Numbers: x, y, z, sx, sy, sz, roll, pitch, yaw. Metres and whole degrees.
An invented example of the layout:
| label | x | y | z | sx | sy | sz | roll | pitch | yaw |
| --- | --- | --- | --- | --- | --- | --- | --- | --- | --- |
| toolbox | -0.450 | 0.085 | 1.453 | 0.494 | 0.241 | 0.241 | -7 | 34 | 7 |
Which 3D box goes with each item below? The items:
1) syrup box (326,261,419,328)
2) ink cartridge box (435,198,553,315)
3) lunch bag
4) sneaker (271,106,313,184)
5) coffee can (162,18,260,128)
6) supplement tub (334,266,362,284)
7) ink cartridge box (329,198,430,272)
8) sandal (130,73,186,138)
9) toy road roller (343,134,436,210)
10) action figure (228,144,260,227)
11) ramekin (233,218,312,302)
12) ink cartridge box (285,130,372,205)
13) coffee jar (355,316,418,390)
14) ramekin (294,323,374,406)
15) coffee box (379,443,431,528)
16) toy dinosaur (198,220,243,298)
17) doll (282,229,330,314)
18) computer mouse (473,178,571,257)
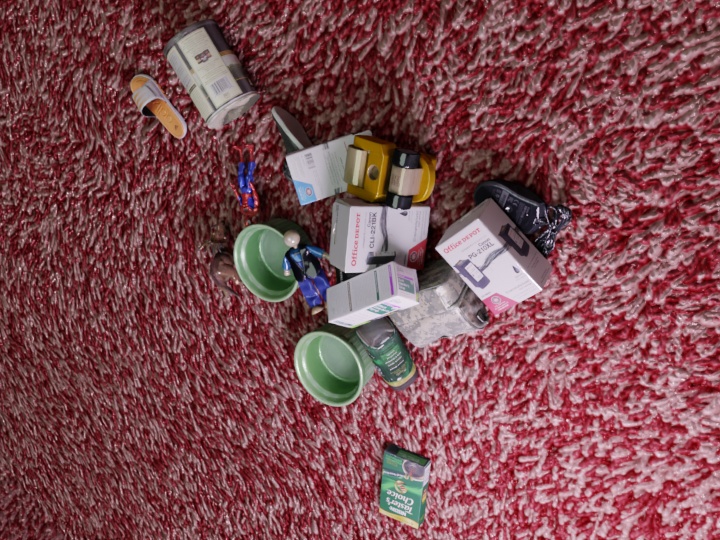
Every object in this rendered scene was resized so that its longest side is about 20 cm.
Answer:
| label | x | y | z | sx | sy | sz | roll | pitch | yaw |
| --- | --- | --- | --- | --- | --- | --- | --- | --- | --- |
| syrup box | 0.025 | 0.055 | 1.616 | 0.199 | 0.078 | 0.083 | -22 | 64 | 37 |
| ink cartridge box | 0.275 | -0.027 | 1.562 | 0.200 | 0.084 | 0.144 | 47 | 138 | -7 |
| lunch bag | 0.168 | 0.080 | 1.672 | 0.199 | 0.140 | 0.169 | -20 | 111 | 38 |
| sneaker | -0.165 | -0.281 | 1.767 | 0.099 | 0.071 | 0.201 | -35 | 93 | 31 |
| coffee can | -0.347 | -0.457 | 1.760 | 0.146 | 0.146 | 0.201 | -29 | 93 | 36 |
| supplement tub | 0.000 | 0.000 | 1.751 | 0.121 | 0.122 | 0.203 | 5 | 111 | 29 |
| ink cartridge box | 0.041 | -0.076 | 1.630 | 0.084 | 0.198 | 0.146 | 30 | 118 | 60 |
| sandal | -0.529 | -0.422 | 1.938 | 0.207 | 0.059 | 0.079 | 47 | 125 | 7 |
| toy road roller | 0.074 | -0.211 | 1.614 | 0.199 | 0.145 | 0.124 | 24 | 114 | 36 |
| action figure | -0.284 | -0.207 | 1.863 | 0.065 | 0.052 | 0.203 | -2 | 99 | 27 |
| ramekin | -0.210 | -0.033 | 1.880 | 0.198 | 0.098 | 0.203 | 12 | 115 | 27 |
| ink cartridge box | -0.057 | -0.234 | 1.694 | 0.197 | 0.067 | 0.117 | -17 | 102 | 2 |
| coffee jar | 0.064 | 0.193 | 1.759 | 0.104 | 0.085 | 0.201 | 46 | 169 | 45 |
| ramekin | -0.059 | 0.226 | 1.884 | 0.198 | 0.098 | 0.203 | 12 | 115 | 27 |
| coffee box | 0.114 | 0.562 | 1.958 | 0.122 | 0.044 | 0.202 | 17 | 117 | 25 |
| toy dinosaur | -0.362 | -0.015 | 1.950 | 0.085 | 0.202 | 0.136 | -21 | 140 | 11 |
| doll | -0.121 | -0.005 | 1.763 | 0.135 | 0.048 | 0.202 | -24 | 98 | 25 |
| computer mouse | 0.327 | -0.125 | 1.548 | 0.199 | 0.053 | 0.139 | 31 | 134 | 10 |
